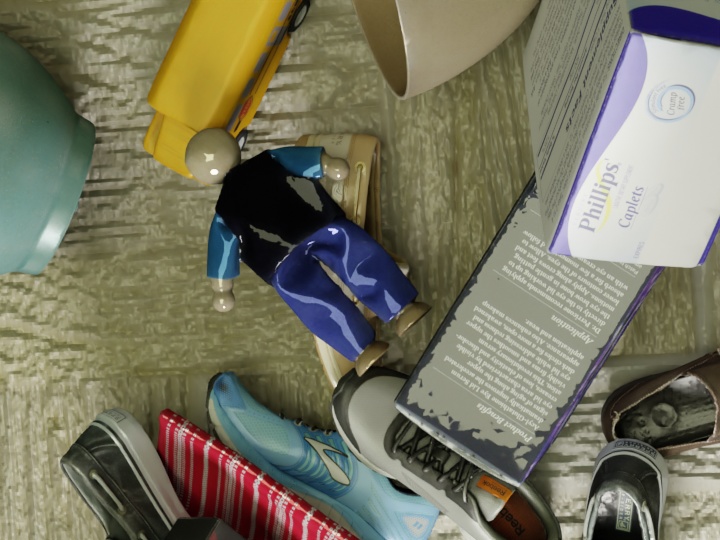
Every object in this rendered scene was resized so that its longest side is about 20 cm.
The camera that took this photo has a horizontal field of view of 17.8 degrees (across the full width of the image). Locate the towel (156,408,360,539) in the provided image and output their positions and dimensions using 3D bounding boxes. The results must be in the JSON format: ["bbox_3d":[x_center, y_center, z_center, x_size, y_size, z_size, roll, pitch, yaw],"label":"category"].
[{"bbox_3d":[-0.067,0.185,1.656,0.200,0.145,0.023,34,63,10],"label":"towel"}]

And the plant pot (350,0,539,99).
[{"bbox_3d":[0.061,-0.229,1.539,0.134,0.200,0.201,-17,94,-7],"label":"plant pot"}]

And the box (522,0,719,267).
[{"bbox_3d":[0.179,-0.135,1.433,0.104,0.201,0.184,8,134,-9],"label":"box"}]

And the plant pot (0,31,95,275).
[{"bbox_3d":[-0.271,-0.074,1.650,0.134,0.200,0.201,22,105,-17],"label":"plant pot"}]

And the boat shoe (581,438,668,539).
[{"bbox_3d":[0.180,0.216,1.594,0.073,0.068,0.200,12,123,12],"label":"boat shoe"}]

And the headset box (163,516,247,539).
[{"bbox_3d":[-0.095,0.280,1.628,0.200,0.077,0.149,40,68,-19],"label":"headset box"}]

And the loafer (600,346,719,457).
[{"bbox_3d":[0.257,0.087,1.580,0.199,0.071,0.073,-26,91,17],"label":"loafer"}]

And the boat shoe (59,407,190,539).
[{"bbox_3d":[-0.161,0.196,1.682,0.071,0.072,0.201,-37,113,-25],"label":"boat shoe"}]

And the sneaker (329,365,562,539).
[{"bbox_3d":[0.066,0.135,1.613,0.200,0.079,0.074,39,78,-7],"label":"sneaker"}]

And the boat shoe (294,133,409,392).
[{"bbox_3d":[0.000,0.000,1.635,0.069,0.074,0.201,-7,100,14],"label":"boat shoe"}]

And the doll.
[{"bbox_3d":[-0.049,-0.019,1.585,0.136,0.048,0.200,-43,87,8],"label":"doll"}]

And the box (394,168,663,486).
[{"bbox_3d":[0.127,0.026,1.567,0.104,0.148,0.201,32,106,8],"label":"box"}]

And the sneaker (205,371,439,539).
[{"bbox_3d":[-0.025,0.134,1.672,0.200,0.078,0.090,38,93,-1],"label":"sneaker"}]

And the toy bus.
[{"bbox_3d":[-0.092,-0.160,1.633,0.065,0.078,0.201,29,104,9],"label":"toy bus"}]
